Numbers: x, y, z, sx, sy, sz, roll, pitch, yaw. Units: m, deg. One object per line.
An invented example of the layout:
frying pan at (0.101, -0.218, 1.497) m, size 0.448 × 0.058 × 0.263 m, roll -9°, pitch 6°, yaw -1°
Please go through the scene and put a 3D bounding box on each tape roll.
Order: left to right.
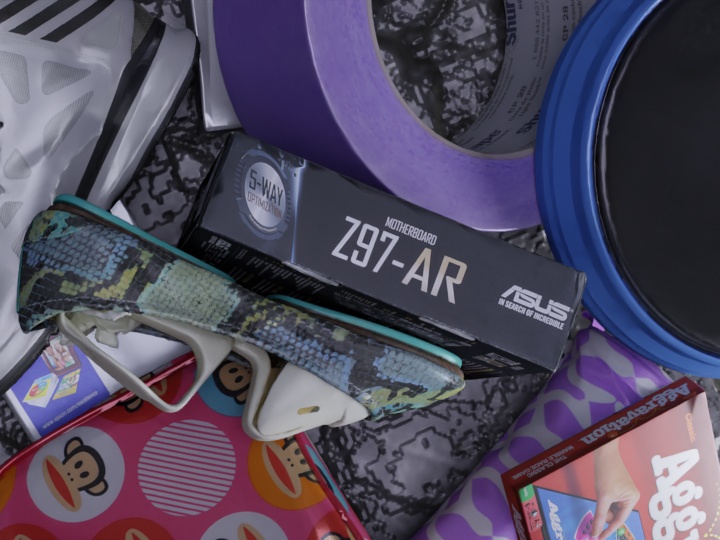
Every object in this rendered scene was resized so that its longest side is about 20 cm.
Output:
tape roll at (0.038, -0.118, 0.938) m, size 0.198 × 0.085 × 0.202 m, roll -1°, pitch 92°, yaw -33°

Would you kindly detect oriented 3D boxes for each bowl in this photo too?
bowl at (0.176, -0.050, 0.934) m, size 0.199 × 0.039 × 0.203 m, roll -2°, pitch 95°, yaw -23°

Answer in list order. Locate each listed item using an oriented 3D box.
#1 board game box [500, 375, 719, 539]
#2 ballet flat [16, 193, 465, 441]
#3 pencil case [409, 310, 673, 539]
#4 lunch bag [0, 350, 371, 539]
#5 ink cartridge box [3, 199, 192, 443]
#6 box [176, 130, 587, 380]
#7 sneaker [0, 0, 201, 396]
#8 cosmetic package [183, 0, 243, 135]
board game box at (0.134, 0.156, 0.970) m, size 0.102 × 0.019 × 0.201 m, roll -27°, pitch 121°, yaw -17°
ballet flat at (-0.054, 0.035, 0.872) m, size 0.198 × 0.074 × 0.075 m, roll 22°, pitch 88°, yaw -6°
pencil case at (0.077, 0.114, 0.985) m, size 0.085 × 0.084 × 0.200 m, roll 41°, pitch 84°, yaw 22°
lunch bag at (-0.077, 0.152, 0.909) m, size 0.175 × 0.082 × 0.201 m, roll -29°, pitch 76°, yaw -7°
ink cartridge box at (-0.144, 0.009, 0.979) m, size 0.099 × 0.039 × 0.201 m, roll -32°, pitch 95°, yaw -5°
box at (0.000, 0.000, 0.913) m, size 0.159 × 0.200 × 0.044 m, roll 22°, pitch 83°, yaw -5°
sneaker at (-0.164, -0.046, 0.912) m, size 0.115 × 0.076 × 0.202 m, roll 31°, pitch 77°, yaw -18°
cosmetic package at (-0.049, -0.170, 0.982) m, size 0.082 × 0.051 × 0.202 m, roll -7°, pitch 91°, yaw -7°
